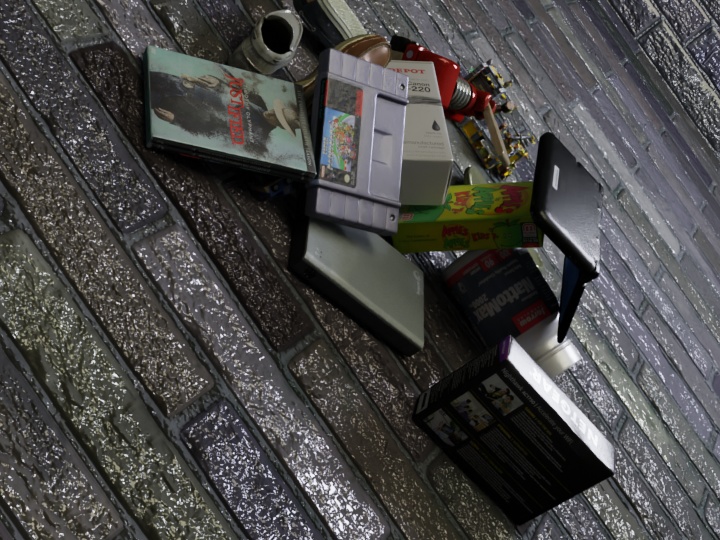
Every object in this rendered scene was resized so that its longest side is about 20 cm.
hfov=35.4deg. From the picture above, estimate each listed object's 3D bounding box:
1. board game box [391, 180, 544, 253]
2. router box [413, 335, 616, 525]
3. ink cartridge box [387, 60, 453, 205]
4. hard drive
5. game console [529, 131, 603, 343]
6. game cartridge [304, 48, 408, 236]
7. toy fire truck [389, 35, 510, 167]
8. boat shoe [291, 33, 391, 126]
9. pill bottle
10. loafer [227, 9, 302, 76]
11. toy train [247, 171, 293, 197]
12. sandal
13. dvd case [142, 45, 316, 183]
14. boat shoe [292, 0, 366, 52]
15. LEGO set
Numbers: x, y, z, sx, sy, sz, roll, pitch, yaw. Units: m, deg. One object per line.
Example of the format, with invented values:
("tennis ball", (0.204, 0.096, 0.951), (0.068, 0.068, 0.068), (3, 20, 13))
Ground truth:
("board game box", (0.145, -0.071, 1.495), (0.102, 0.196, 0.048), (-66, 149, -57))
("router box", (0.181, 0.192, 1.322), (0.200, 0.148, 0.051), (46, 31, -15))
("ink cartridge box", (0.037, -0.188, 1.503), (0.143, 0.086, 0.202), (1, 47, -9))
("hard drive", (0.000, 0.000, 1.372), (0.199, 0.033, 0.141), (38, 33, -27))
("game console", (0.248, -0.045, 1.450), (0.176, 0.116, 0.201), (42, 34, -18))
("game cartridge", (-0.003, -0.153, 1.353), (0.128, 0.038, 0.204), (13, 77, -39))
("toy fire truck", (0.137, -0.246, 1.660), (0.198, 0.131, 0.175), (20, 2, 35))
("boat shoe", (-0.030, -0.220, 1.419), (0.074, 0.199, 0.076), (36, -24, 34))
("pill bottle", (0.209, 0.057, 1.527), (0.202, 0.119, 0.119), (58, 30, 8))
("loafer", (-0.111, -0.302, 1.481), (0.070, 0.069, 0.201), (45, 31, -14))
("toy train", (-0.056, -0.135, 1.358), (0.199, 0.034, 0.047), (-31, 121, -34))
("sandal", (0.231, -0.085, 1.767), (0.202, 0.057, 0.080), (51, 30, -7))
("dvd case", (-0.150, -0.178, 1.287), (0.197, 0.022, 0.148), (12, 49, -26))
("boat shoe", (-0.031, -0.336, 1.644), (0.200, 0.061, 0.075), (51, 29, -38))
("LEGO set", (0.235, -0.269, 1.898), (0.153, 0.115, 0.202), (-10, 68, -58))
